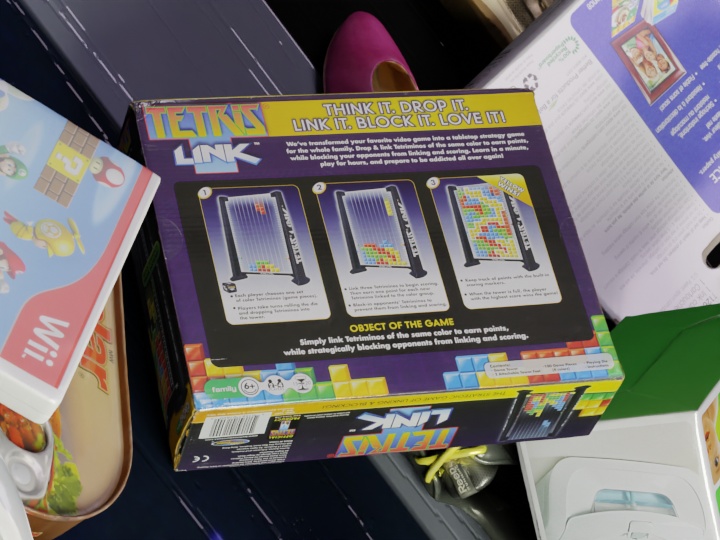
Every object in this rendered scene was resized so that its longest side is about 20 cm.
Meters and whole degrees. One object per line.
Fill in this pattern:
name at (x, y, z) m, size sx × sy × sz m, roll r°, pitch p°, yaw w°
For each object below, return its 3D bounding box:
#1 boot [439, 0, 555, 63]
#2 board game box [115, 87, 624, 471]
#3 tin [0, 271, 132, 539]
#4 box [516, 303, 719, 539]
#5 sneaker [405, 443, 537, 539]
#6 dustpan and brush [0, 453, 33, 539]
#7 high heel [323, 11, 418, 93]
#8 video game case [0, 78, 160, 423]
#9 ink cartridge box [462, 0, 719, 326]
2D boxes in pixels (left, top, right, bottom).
boot at (0.145, -0.173, 1.430) m, size 0.200 × 0.155 × 0.073 m, roll 52°, pitch -11°, yaw -1°
board game box at (0.000, 0.000, 1.045) m, size 0.199 × 0.057 × 0.166 m, roll -3°, pitch 56°, yaw -18°
tin at (-0.145, 0.020, 0.926) m, size 0.112 × 0.042 × 0.200 m, roll 27°, pitch 40°, yaw -35°
box at (0.164, 0.127, 1.158) m, size 0.200 × 0.096 × 0.177 m, roll -33°, pitch 112°, yaw -64°
sneaker at (0.045, 0.062, 1.128) m, size 0.200 × 0.074 × 0.085 m, roll 41°, pitch 33°, yaw -25°
dustpan and brush at (-0.112, 0.145, 0.825) m, size 0.200 × 0.057 × 0.139 m, roll 59°, pitch 30°, yaw 6°
high heel at (0.037, -0.077, 1.232) m, size 0.067 × 0.096 × 0.200 m, roll 31°, pitch 38°, yaw -37°
video game case at (-0.183, -0.041, 0.887) m, size 0.200 × 0.017 × 0.143 m, roll 32°, pitch 40°, yaw -12°
ink cartridge box at (0.168, -0.073, 1.372) m, size 0.198 × 0.047 × 0.200 m, roll -44°, pitch 104°, yaw -22°
